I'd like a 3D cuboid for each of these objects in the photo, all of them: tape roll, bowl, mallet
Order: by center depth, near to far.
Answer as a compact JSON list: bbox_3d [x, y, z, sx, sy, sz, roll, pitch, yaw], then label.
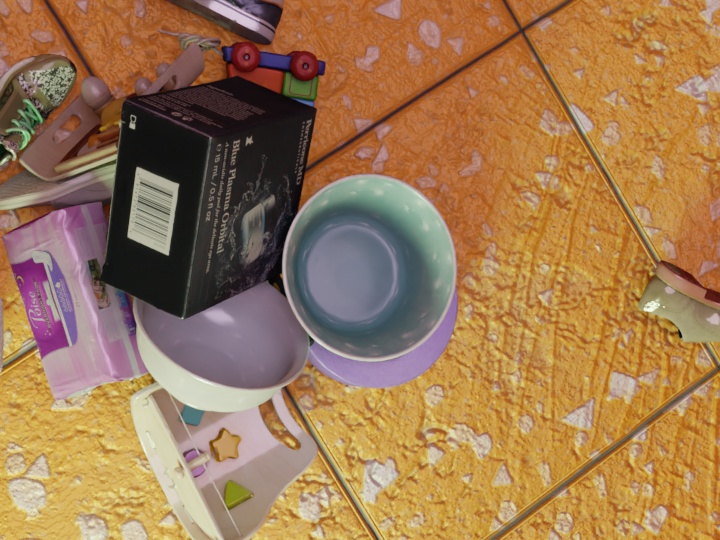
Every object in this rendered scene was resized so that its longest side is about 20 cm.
[{"bbox_3d":[-0.161,0.086,1.345,0.198,0.202,0.091,19,125,-11],"label":"bowl"},{"bbox_3d":[0.000,0.000,1.381,0.197,0.105,0.205,1,85,-14],"label":"bowl"},{"bbox_3d":[-0.112,0.004,1.425,0.065,0.041,0.203,-26,75,20],"label":"mallet"},{"bbox_3d":[0.014,0.038,1.471,0.197,0.066,0.204,1,87,-12],"label":"tape roll"}]

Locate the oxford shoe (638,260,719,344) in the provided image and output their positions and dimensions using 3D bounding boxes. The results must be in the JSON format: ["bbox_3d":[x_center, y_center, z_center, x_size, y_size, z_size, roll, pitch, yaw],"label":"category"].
[{"bbox_3d":[0.442,0.064,1.577,0.198,0.071,0.074,31,105,-10],"label":"oxford shoe"}]

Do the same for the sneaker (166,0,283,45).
[{"bbox_3d":[-0.181,-0.341,1.445,0.198,0.078,0.081,23,86,-22],"label":"sneaker"}]

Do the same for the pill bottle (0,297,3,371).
[{"bbox_3d":[-0.488,0.071,1.328,0.196,0.111,0.113,0,86,-13],"label":"pill bottle"}]

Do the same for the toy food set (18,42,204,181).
[{"bbox_3d":[-0.271,-0.177,1.336,0.061,0.198,0.144,53,50,-23],"label":"toy food set"}]

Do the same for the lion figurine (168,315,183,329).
[{"bbox_3d":[-0.225,0.003,1.421,0.121,0.072,0.203,-23,107,-38],"label":"lion figurine"}]

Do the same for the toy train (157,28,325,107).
[{"bbox_3d":[-0.146,-0.209,1.448,0.197,0.085,0.118,6,98,-12],"label":"toy train"}]

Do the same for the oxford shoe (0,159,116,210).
[{"bbox_3d":[-0.317,-0.095,1.393,0.197,0.076,0.058,-15,128,2],"label":"oxford shoe"}]

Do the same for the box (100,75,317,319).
[{"bbox_3d":[-0.157,-0.082,1.297,0.116,0.199,0.200,22,115,23],"label":"box"}]

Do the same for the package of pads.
[{"bbox_3d":[-0.313,0.036,1.365,0.075,0.119,0.203,-19,90,-54],"label":"package of pads"}]

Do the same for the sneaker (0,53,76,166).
[{"bbox_3d":[-0.385,-0.155,1.370,0.200,0.077,0.089,-43,53,-6],"label":"sneaker"}]

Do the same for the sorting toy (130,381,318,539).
[{"bbox_3d":[-0.145,0.197,1.412,0.178,0.107,0.202,-27,88,-23],"label":"sorting toy"}]
